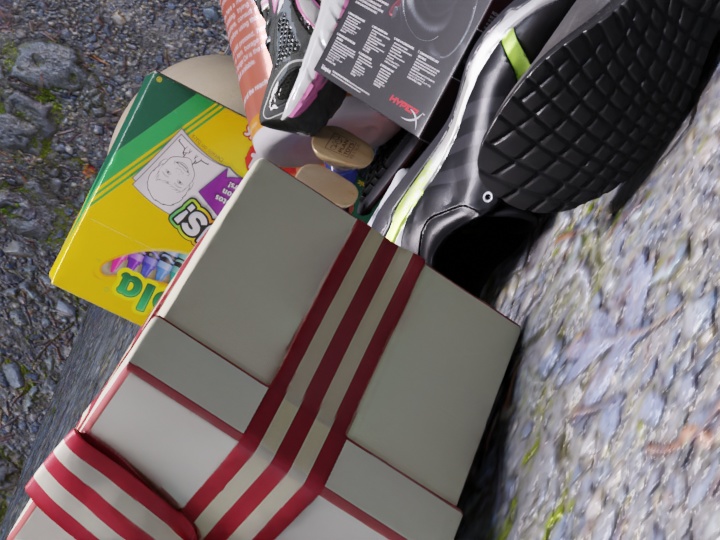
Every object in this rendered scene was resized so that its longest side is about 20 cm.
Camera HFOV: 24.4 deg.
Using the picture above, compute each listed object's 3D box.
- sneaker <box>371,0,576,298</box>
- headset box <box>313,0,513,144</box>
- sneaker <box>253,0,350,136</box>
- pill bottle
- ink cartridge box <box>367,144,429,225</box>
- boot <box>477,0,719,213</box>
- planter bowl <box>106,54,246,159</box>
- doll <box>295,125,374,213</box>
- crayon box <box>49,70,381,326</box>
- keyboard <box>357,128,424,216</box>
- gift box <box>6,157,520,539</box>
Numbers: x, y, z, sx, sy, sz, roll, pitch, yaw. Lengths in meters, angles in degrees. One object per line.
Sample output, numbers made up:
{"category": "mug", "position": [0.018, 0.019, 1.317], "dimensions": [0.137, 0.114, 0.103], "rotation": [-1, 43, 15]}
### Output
{"category": "sneaker", "position": [0.082, -0.054, 0.878], "dimensions": [0.200, 0.072, 0.083], "rotation": [-60, 39, 17]}
{"category": "headset box", "position": [0.074, -0.174, 0.982], "dimensions": [0.200, 0.075, 0.149], "rotation": [-63, 33, 7]}
{"category": "sneaker", "position": [-0.040, -0.182, 1.104], "dimensions": [0.080, 0.086, 0.201], "rotation": [76, -152, -66]}
{"category": "pill bottle", "position": [-0.042, -0.184, 1.191], "dimensions": [0.112, 0.112, 0.201], "rotation": [141, 118, -64]}
{"category": "ink cartridge box", "position": [0.000, 0.000, 1.104], "dimensions": [0.162, 0.050, 0.200], "rotation": [-60, 15, 17]}
{"category": "boot", "position": [0.130, -0.123, 0.789], "dimensions": [0.200, 0.070, 0.132], "rotation": [-48, 13, 18]}
{"category": "planter bowl", "position": [-0.090, -0.070, 1.364], "dimensions": [0.135, 0.200, 0.201], "rotation": [20, 83, 54]}
{"category": "doll", "position": [-0.034, -0.008, 1.158], "dimensions": [0.200, 0.048, 0.137], "rotation": [108, -177, -47]}
{"category": "crayon box", "position": [-0.106, -0.026, 1.248], "dimensions": [0.173, 0.200, 0.058], "rotation": [-65, 14, -4]}
{"category": "keyboard", "position": [0.056, -0.133, 1.188], "dimensions": [0.200, 0.021, 0.127], "rotation": [-50, 11, 44]}
{"category": "gift box", "position": [-0.047, 0.098, 0.803], "dimensions": [0.200, 0.184, 0.187], "rotation": [-58, 4, 42]}
